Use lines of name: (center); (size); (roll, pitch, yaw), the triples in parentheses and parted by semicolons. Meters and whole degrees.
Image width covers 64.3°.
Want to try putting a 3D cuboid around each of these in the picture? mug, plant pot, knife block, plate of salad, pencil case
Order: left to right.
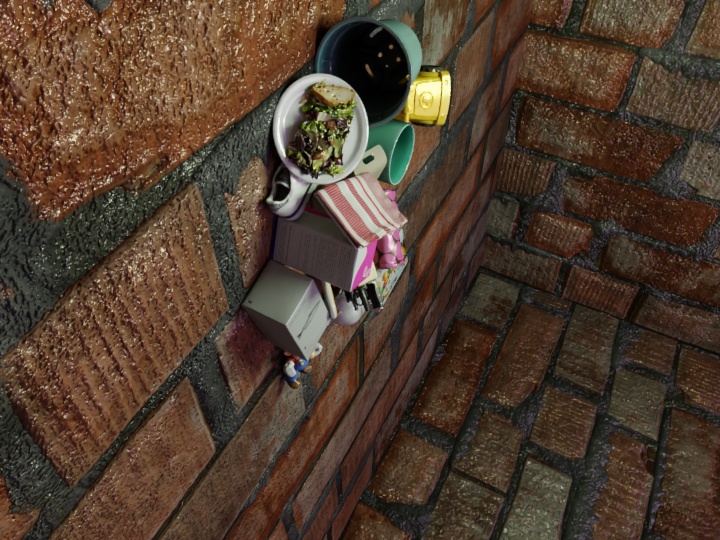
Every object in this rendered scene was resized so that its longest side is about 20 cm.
plate of salad: (-0.068, -0.264, 1.079); (0.197, 0.048, 0.204); (-7, 105, -26)
knife block: (0.000, 0.000, 1.401); (0.063, 0.176, 0.202); (-23, 144, -32)
plant pot: (0.034, -0.419, 1.167); (0.197, 0.197, 0.203); (-55, 157, -54)
mug: (0.058, -0.298, 1.441); (0.154, 0.113, 0.185); (-66, 161, -11)
pencil case: (0.066, -0.106, 1.465); (0.093, 0.089, 0.204); (-12, 96, -56)

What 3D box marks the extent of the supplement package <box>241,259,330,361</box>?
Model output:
supplement package: (-0.155, 0.091, 1.242); (0.118, 0.116, 0.201); (-59, 158, -21)

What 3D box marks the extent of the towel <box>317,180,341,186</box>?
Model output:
towel: (-0.049, -0.281, 1.289); (0.192, 0.034, 0.203); (-18, 126, -67)

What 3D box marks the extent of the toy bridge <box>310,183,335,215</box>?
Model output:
toy bridge: (-0.091, -0.135, 1.272); (0.201, 0.027, 0.068); (109, -30, -49)

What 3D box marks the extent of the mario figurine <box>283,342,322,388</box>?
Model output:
mario figurine: (-0.142, 0.220, 1.416); (0.202, 0.104, 0.125); (98, -13, -51)

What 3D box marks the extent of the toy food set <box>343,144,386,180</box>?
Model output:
toy food set: (-0.026, -0.191, 1.341); (0.143, 0.060, 0.201); (-42, 170, -49)

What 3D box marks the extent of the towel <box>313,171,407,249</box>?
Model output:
towel: (0.006, -0.127, 1.166); (0.023, 0.145, 0.199); (-42, 174, 36)

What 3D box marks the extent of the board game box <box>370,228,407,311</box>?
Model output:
board game box: (0.070, -0.004, 1.571); (0.201, 0.034, 0.127); (-59, 149, -34)

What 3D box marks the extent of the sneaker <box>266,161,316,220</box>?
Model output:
sneaker: (-0.121, -0.201, 1.124); (0.080, 0.075, 0.203); (32, 77, -60)

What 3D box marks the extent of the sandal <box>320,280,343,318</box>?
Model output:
sandal: (-0.062, 0.039, 1.376); (0.208, 0.058, 0.080); (-109, -169, -50)

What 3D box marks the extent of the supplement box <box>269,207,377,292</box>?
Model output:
supplement box: (-0.076, -0.050, 1.191); (0.101, 0.197, 0.105); (-35, 142, -57)

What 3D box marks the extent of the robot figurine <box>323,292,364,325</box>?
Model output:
robot figurine: (-0.028, 0.070, 1.575); (0.201, 0.112, 0.171); (-52, 171, -40)

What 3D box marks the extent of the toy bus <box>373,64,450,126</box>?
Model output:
toy bus: (0.089, -0.420, 1.373); (0.189, 0.199, 0.138); (-13, 119, -29)
